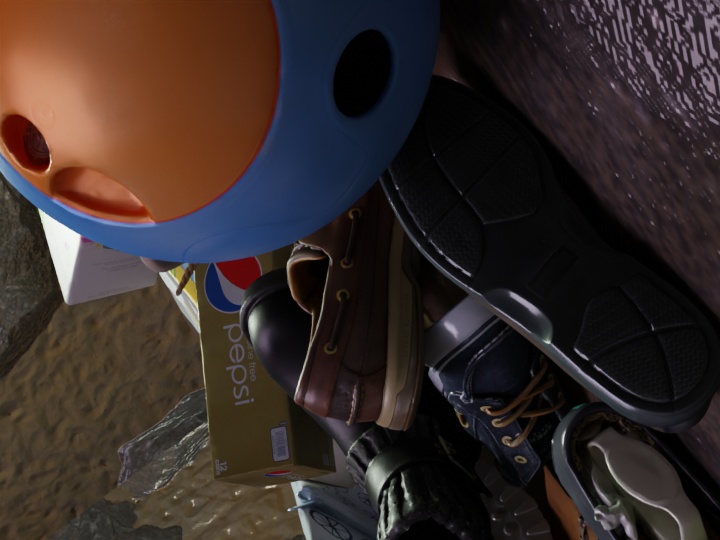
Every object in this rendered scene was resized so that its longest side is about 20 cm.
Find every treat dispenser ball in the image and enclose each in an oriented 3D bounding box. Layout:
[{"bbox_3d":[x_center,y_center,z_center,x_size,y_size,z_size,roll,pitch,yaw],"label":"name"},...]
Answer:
[{"bbox_3d":[-0.067,-0.105,0.532,0.202,0.200,0.201,52,169,15],"label":"treat dispenser ball"}]

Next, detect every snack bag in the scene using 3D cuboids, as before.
[{"bbox_3d":[0.029,0.208,0.999,0.187,0.022,0.200,29,-172,-15],"label":"snack bag"}]

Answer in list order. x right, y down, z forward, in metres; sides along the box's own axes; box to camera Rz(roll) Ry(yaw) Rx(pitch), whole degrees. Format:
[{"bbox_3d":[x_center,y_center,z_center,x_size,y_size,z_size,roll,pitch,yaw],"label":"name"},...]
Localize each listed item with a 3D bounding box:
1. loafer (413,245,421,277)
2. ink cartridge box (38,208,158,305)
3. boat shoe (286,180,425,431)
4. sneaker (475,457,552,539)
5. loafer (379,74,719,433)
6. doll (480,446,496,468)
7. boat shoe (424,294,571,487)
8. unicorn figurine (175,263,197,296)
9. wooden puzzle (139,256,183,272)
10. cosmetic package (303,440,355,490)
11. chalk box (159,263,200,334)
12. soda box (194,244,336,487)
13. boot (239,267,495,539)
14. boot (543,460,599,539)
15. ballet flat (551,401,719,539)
[{"bbox_3d":[0.000,0.000,0.895,0.070,0.069,0.201,50,168,24],"label":"loafer"},{"bbox_3d":[-0.159,-0.078,0.825,0.118,0.066,0.200,68,154,21],"label":"ink cartridge box"},{"bbox_3d":[-0.006,-0.008,0.711,0.072,0.066,0.202,102,169,-51],"label":"boat shoe"},{"bbox_3d":[0.073,0.177,0.917,0.200,0.076,0.081,50,162,36],"label":"sneaker"},{"bbox_3d":[0.074,-0.003,0.581,0.200,0.072,0.063,48,173,24],"label":"loafer"},{"bbox_3d":[0.081,0.143,1.017,0.200,0.048,0.138,121,135,-77],"label":"doll"},{"bbox_3d":[0.086,0.064,0.738,0.091,0.071,0.200,52,176,14],"label":"boat shoe"},{"bbox_3d":[-0.069,-0.088,0.820,0.136,0.074,0.203,3,116,37],"label":"unicorn figurine"},{"bbox_3d":[-0.094,-0.114,0.676,0.201,0.184,0.046,56,143,4],"label":"wooden puzzle"},{"bbox_3d":[-0.044,0.074,1.052,0.086,0.105,0.200,16,-161,-15],"label":"cosmetic package"},{"bbox_3d":[-0.093,0.030,1.254,0.200,0.123,0.125,44,164,41],"label":"chalk box"},{"bbox_3d":[-0.068,0.042,0.907,0.068,0.063,0.203,28,-128,-63],"label":"soda box"},{"bbox_3d":[0.009,0.104,0.795,0.211,0.079,0.159,40,-155,-22],"label":"boot"},{"bbox_3d":[0.136,0.198,0.918,0.189,0.068,0.202,-119,9,-48],"label":"boot"},{"bbox_3d":[0.160,0.140,0.631,0.201,0.073,0.073,52,169,27],"label":"ballet flat"}]
